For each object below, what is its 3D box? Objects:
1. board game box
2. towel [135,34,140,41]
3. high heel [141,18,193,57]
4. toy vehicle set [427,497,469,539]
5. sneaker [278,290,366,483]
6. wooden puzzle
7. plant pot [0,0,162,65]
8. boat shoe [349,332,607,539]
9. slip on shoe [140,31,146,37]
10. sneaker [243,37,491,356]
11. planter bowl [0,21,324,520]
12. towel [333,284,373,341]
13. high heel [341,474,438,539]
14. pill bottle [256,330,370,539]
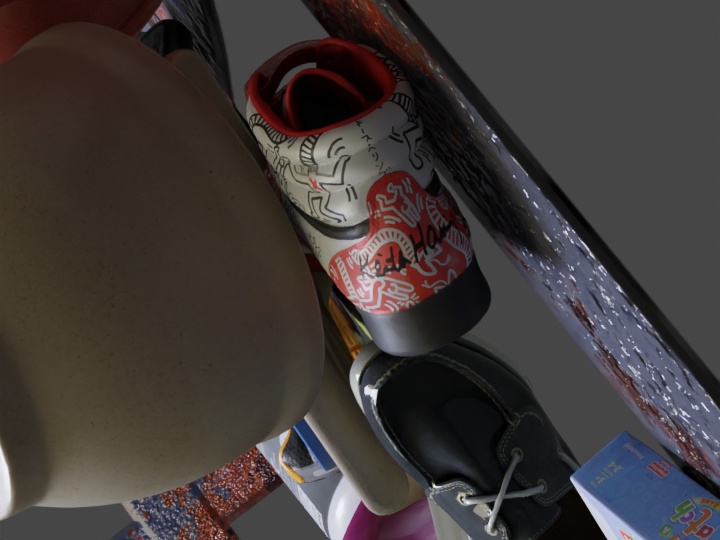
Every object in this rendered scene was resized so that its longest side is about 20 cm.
[{"bbox_3d":[0.171,0.170,0.671,0.201,0.036,0.151,58,172,-25],"label":"board game box"},{"bbox_3d":[-0.182,-0.096,0.945,0.048,0.171,0.201,17,-137,-33],"label":"towel"},{"bbox_3d":[-0.160,-0.044,0.973,0.071,0.200,0.143,34,-159,-24],"label":"high heel"},{"bbox_3d":[0.086,0.170,0.913,0.124,0.026,0.201,48,-164,-31],"label":"toy vehicle set"},{"bbox_3d":[-0.039,0.046,1.025,0.078,0.077,0.200,54,-177,-40],"label":"sneaker"},{"bbox_3d":[-0.050,0.008,0.861,0.186,0.046,0.201,58,-172,-36],"label":"wooden puzzle"},{"bbox_3d":[-0.213,-0.199,0.800,0.201,0.200,0.196,44,161,47],"label":"plant pot"},{"bbox_3d":[0.069,0.096,0.808,0.200,0.072,0.068,48,-175,-35],"label":"boat shoe"},{"bbox_3d":[-0.091,-0.062,1.042,0.060,0.076,0.201,3,-134,-54],"label":"slip on shoe"},{"bbox_3d":[-0.012,-0.049,0.704,0.109,0.067,0.201,66,171,-24],"label":"sneaker"},{"bbox_3d":[-0.130,0.017,0.708,0.199,0.134,0.201,32,141,31],"label":"planter bowl"},{"bbox_3d":[0.000,0.000,0.991,0.144,0.023,0.200,50,173,14],"label":"towel"},{"bbox_3d":[0.018,0.140,1.014,0.067,0.096,0.200,50,-166,-20],"label":"high heel"},{"bbox_3d":[0.007,0.133,1.195,0.200,0.114,0.114,44,169,45],"label":"pill bottle"}]
